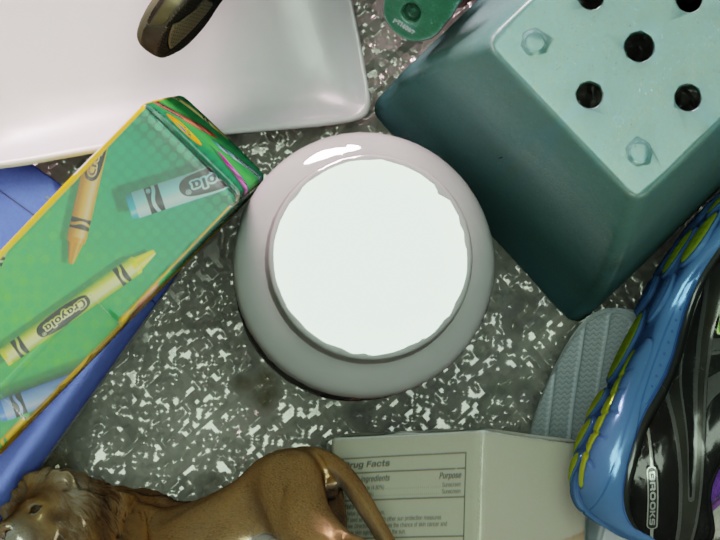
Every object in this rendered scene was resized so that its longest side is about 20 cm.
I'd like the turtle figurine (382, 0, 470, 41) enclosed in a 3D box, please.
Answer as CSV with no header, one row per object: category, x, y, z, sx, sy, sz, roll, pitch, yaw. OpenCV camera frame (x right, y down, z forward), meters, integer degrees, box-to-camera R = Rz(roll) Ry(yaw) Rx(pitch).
turtle figurine,0.031,-0.164,1.183,0.149,0.200,0.101,3,116,21

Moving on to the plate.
plate,-0.106,-0.153,1.223,0.199,0.032,0.201,-9,87,-22

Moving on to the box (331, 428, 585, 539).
box,0.041,0.172,1.178,0.095,0.078,0.201,-5,79,42

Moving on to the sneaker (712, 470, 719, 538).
sneaker,0.187,0.026,1.233,0.083,0.081,0.201,21,76,10

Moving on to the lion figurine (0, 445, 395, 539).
lion figurine,-0.061,0.121,1.173,0.199,0.072,0.123,-20,63,11

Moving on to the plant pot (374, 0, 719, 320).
plant pot,0.108,-0.081,1.165,0.141,0.200,0.141,-44,89,-5

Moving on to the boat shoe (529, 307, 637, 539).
boat shoe,0.114,0.119,1.225,0.062,0.072,0.201,14,83,-41

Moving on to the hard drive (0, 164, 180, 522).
hard drive,-0.193,0.044,1.230,0.132,0.025,0.200,35,85,0

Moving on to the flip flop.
flip flop,-0.070,-0.187,1.188,0.057,0.081,0.201,14,75,-2

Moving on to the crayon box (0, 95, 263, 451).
crayon box,-0.132,0.016,1.145,0.058,0.119,0.200,44,96,-2

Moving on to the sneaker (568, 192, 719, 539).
sneaker,0.161,0.032,1.171,0.082,0.071,0.200,30,74,-6

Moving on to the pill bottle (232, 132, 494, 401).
pill bottle,0.000,0.000,1.154,0.110,0.200,0.111,0,87,-2
